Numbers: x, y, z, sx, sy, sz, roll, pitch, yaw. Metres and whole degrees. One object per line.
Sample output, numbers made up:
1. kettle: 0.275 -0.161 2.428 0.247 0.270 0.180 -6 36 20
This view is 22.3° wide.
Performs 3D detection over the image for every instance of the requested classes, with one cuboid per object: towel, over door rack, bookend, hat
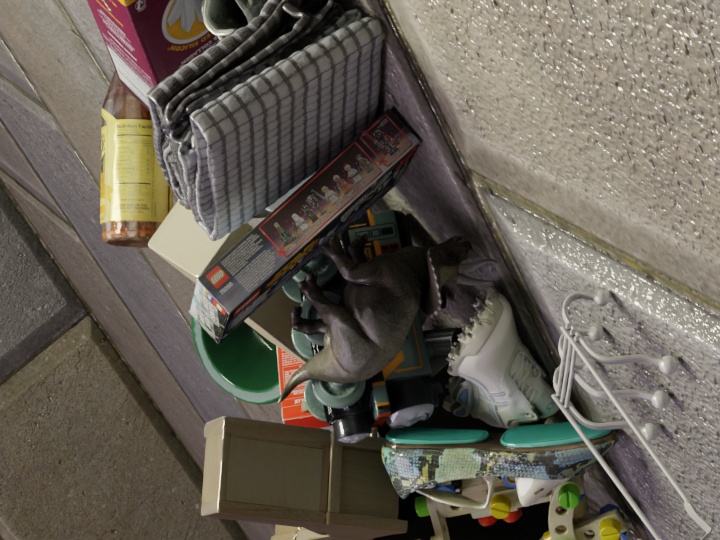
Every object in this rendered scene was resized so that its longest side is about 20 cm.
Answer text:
1. towel: -0.074 -0.123 1.352 0.086 0.165 0.200 51 167 15
2. over door rack: 0.199 0.124 1.289 0.148 0.066 0.201 82 167 -65
3. bookend: 0.061 0.192 1.651 0.199 0.200 0.092 52 160 -11
4. hat: -0.092 0.059 2.200 0.166 0.176 0.200 50 129 9

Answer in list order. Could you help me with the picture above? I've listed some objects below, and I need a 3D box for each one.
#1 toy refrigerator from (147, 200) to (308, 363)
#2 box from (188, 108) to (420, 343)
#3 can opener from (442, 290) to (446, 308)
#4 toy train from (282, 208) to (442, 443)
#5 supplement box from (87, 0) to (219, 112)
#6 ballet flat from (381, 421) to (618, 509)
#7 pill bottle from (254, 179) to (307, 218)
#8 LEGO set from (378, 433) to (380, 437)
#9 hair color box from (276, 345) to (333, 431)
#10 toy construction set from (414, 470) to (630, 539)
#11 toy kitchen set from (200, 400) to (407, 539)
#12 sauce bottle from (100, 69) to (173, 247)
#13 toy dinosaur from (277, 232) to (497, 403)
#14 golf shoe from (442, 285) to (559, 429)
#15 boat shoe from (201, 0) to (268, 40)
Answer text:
1. toy refrigerator: -0.090 0.008 1.600 0.076 0.070 0.200 30 172 41
2. box: -0.046 -0.032 1.418 0.040 0.200 0.137 47 167 4
3. can opener: 0.000 0.000 1.646 0.200 0.063 0.079 38 161 44
4. toy train: 0.000 0.041 1.519 0.085 0.113 0.201 111 148 -72
5. supplement box: -0.150 -0.214 1.468 0.086 0.110 0.200 44 165 26
6. ballet flat: 0.115 0.160 1.489 0.199 0.074 0.074 -3 138 23
7. pill bottle: -0.104 -0.106 1.600 0.112 0.111 0.200 57 165 -25
8. LEGO set: 0.058 0.169 1.799 0.200 0.115 0.154 -99 9 -48
9. hair color box: -0.047 0.090 1.814 0.111 0.064 0.201 75 -172 -52
10. toy construction set: 0.124 0.211 1.565 0.092 0.199 0.132 -105 -8 -63
11. toy kitchen set: -0.075 0.150 1.602 0.180 0.164 0.200 10 163 -25
12. sauce bottle: -0.194 -0.122 1.589 0.066 0.066 0.201 145 126 -76
13. toy dinosaur: 0.002 0.036 1.421 0.102 0.200 0.077 41 -177 19
14. golf shoe: 0.123 0.078 1.486 0.097 0.079 0.200 26 163 12
15. boat shoe: -0.091 -0.206 1.379 0.072 0.071 0.200 45 166 21
